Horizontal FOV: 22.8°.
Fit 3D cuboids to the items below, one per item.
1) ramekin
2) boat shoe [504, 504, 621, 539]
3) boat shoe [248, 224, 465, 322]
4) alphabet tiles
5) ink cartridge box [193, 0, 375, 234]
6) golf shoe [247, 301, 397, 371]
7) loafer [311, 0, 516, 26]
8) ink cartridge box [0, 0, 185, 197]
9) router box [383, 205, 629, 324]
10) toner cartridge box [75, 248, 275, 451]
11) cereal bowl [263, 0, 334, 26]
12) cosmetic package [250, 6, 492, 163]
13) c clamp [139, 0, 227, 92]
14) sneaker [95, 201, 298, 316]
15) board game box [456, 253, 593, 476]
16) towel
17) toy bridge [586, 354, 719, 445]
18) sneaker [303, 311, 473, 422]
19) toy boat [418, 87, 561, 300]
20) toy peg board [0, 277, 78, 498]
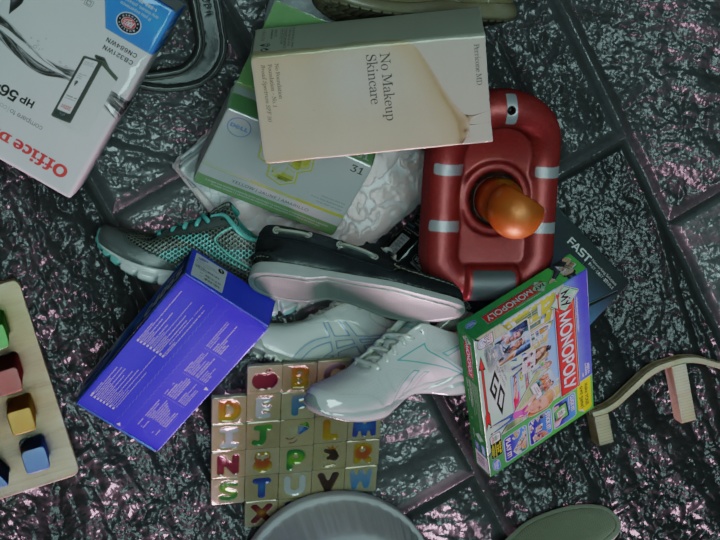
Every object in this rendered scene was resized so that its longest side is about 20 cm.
[{"bbox_3d":[-0.018,0.324,1.744,0.202,0.094,0.203,-2,105,-9],"label":"ramekin"},{"bbox_3d":[0.176,0.304,1.812,0.200,0.072,0.068,-30,139,-12],"label":"boat shoe"},{"bbox_3d":[0.000,0.000,1.619,0.199,0.076,0.061,12,64,-5],"label":"boat shoe"},{"bbox_3d":[-0.062,0.168,1.723,0.166,0.006,0.201,-3,124,-10],"label":"alphabet tiles"},{"bbox_3d":[-0.051,-0.133,1.612,0.145,0.048,0.200,21,136,-11],"label":"ink cartridge box"},{"bbox_3d":[-0.029,0.057,1.725,0.199,0.078,0.098,12,91,-22],"label":"golf shoe"},{"bbox_3d":[0.047,-0.254,1.591,0.199,0.076,0.068,0,88,-30],"label":"loafer"},{"bbox_3d":[-0.271,-0.188,1.608,0.146,0.084,0.200,29,102,-8],"label":"ink cartridge box"},{"bbox_3d":[0.142,-0.003,1.739,0.150,0.062,0.200,-47,109,-2],"label":"router box"},{"bbox_3d":[-0.173,0.077,1.661,0.095,0.043,0.200,34,123,-14],"label":"toner cartridge box"},{"bbox_3d":[0.015,-0.217,1.658,0.199,0.083,0.201,0,90,-22],"label":"cereal bowl"},{"bbox_3d":[0.011,-0.159,1.536,0.199,0.073,0.104,-6,117,4],"label":"cosmetic package"},{"bbox_3d":[-0.214,-0.258,1.663,0.170,0.027,0.201,-17,100,-13],"label":"c clamp"},{"bbox_3d":[-0.147,-0.024,1.675,0.199,0.078,0.092,15,98,-5],"label":"sneaker"},{"bbox_3d":[0.160,0.092,1.692,0.134,0.029,0.200,-31,138,-19],"label":"board game box"},{"bbox_3d":[-0.048,-0.093,1.714,0.200,0.032,0.191,-41,104,-1],"label":"towel"},{"bbox_3d":[0.326,0.121,1.820,0.199,0.027,0.067,-14,100,-8],"label":"toy bridge"},{"bbox_3d":[0.031,0.085,1.658,0.200,0.070,0.081,-16,116,-34],"label":"sneaker"},{"bbox_3d":[0.128,-0.064,1.618,0.130,0.131,0.201,-1,102,-16],"label":"toy boat"},{"bbox_3d":[-0.385,0.135,1.653,0.199,0.098,0.200,-17,101,-7],"label":"toy peg board"}]
